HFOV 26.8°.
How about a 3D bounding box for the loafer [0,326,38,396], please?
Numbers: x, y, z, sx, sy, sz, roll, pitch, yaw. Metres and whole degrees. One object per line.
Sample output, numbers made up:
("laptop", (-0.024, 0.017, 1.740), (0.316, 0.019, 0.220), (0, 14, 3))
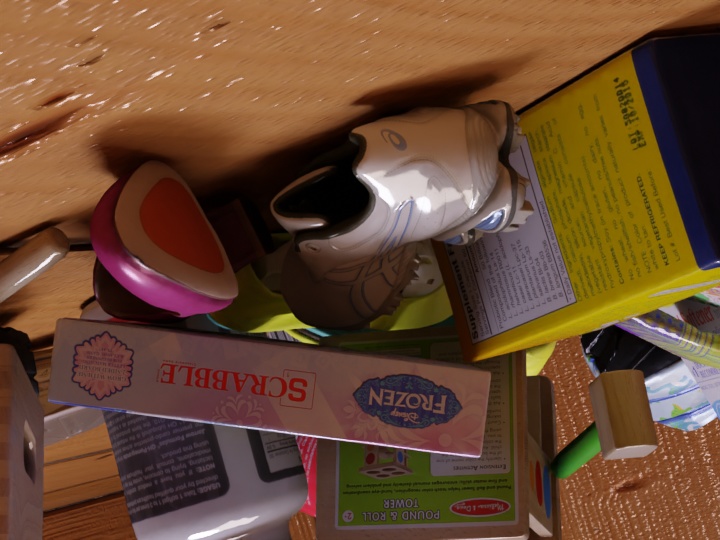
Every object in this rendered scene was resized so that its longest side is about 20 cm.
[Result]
("loafer", (-0.259, 0.084, 0.917), (0.070, 0.069, 0.200), (-3, 160, -34))

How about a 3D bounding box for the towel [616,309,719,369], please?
("towel", (0.146, 0.012, 0.964), (0.199, 0.023, 0.144), (26, 179, 0))

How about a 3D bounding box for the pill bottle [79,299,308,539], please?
("pill bottle", (-0.095, 0.106, 0.920), (0.110, 0.202, 0.111), (-16, 172, -2))

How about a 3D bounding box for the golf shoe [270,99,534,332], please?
("golf shoe", (-0.008, -0.028, 0.719), (0.096, 0.079, 0.200), (2, 156, -29))

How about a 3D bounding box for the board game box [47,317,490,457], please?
("board game box", (-0.037, 0.057, 0.766), (0.197, 0.042, 0.200), (7, 178, 3))

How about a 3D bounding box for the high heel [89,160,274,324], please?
("high heel", (-0.101, 0.004, 0.662), (0.096, 0.068, 0.200), (-27, 173, 9))

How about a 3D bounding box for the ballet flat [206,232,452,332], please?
("ballet flat", (0.000, 0.000, 0.899), (0.198, 0.067, 0.067), (-5, 153, -33))

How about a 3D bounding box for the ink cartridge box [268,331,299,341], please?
("ink cartridge box", (0.005, 0.016, 1.182), (0.161, 0.057, 0.200), (-20, -167, 17))

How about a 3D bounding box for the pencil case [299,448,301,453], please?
("pencil case", (-0.132, 0.138, 1.254), (0.083, 0.086, 0.199), (-55, -147, -11))

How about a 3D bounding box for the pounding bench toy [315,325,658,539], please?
("pounding bench toy", (0.089, 0.114, 0.932), (0.198, 0.125, 0.156), (-5, 161, 15))

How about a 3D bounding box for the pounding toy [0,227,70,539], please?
("pounding toy", (-0.228, 0.079, 0.737), (0.182, 0.144, 0.200), (-1, 163, -7))

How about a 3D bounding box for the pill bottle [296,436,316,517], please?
("pill bottle", (-0.028, 0.157, 1.307), (0.199, 0.113, 0.112), (17, -166, 34))

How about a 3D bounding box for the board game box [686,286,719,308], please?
("board game box", (0.169, -0.010, 0.913), (0.095, 0.030, 0.199), (27, 177, -40))

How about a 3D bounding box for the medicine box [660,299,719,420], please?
("medicine box", (0.269, 0.007, 1.014), (0.102, 0.201, 0.182), (-31, 174, -8))

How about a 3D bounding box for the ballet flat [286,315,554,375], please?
("ballet flat", (0.035, 0.049, 1.037), (0.198, 0.067, 0.067), (4, 138, -5))

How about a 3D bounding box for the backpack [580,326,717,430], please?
("backpack", (0.273, 0.035, 1.203), (0.199, 0.164, 0.154), (-30, 134, 8))

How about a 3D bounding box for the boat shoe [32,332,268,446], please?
("boat shoe", (-0.160, 0.059, 1.018), (0.198, 0.063, 0.073), (-19, 158, -16))

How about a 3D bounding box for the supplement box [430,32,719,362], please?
("supplement box", (0.135, -0.035, 0.781), (0.109, 0.110, 0.200), (-10, 170, -36))
